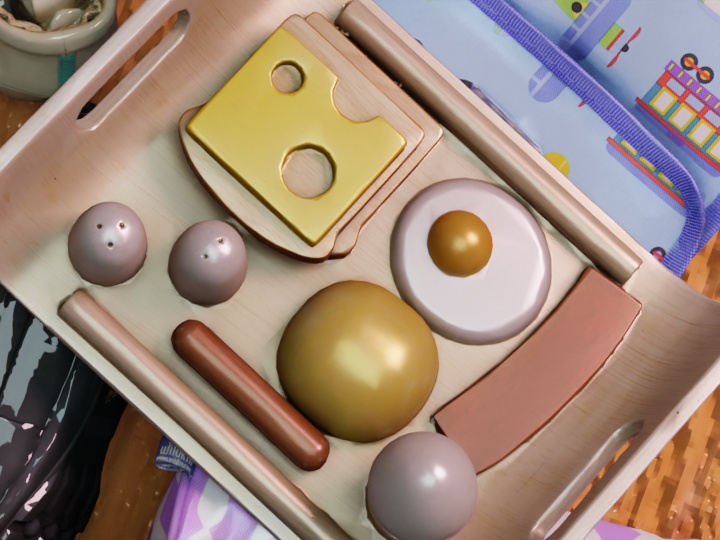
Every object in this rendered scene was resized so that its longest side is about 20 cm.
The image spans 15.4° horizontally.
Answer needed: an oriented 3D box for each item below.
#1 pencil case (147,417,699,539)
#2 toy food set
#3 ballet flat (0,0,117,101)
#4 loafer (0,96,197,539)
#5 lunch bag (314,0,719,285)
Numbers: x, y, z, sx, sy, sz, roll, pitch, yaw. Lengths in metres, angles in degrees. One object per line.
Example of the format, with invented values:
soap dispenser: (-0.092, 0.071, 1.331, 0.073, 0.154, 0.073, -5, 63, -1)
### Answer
pencil case: (0.025, 0.101, 0.840, 0.199, 0.084, 0.086, 18, 44, -5)
toy food set: (0.000, 0.000, 0.780, 0.200, 0.060, 0.144, 43, 78, 1)
ballet flat: (-0.134, -0.148, 0.843, 0.069, 0.069, 0.201, -30, 89, -7)
loafer: (-0.112, 0.042, 0.838, 0.070, 0.068, 0.202, 25, 89, 17)
lunch bag: (0.054, -0.062, 0.857, 0.150, 0.094, 0.200, 39, 96, -2)
